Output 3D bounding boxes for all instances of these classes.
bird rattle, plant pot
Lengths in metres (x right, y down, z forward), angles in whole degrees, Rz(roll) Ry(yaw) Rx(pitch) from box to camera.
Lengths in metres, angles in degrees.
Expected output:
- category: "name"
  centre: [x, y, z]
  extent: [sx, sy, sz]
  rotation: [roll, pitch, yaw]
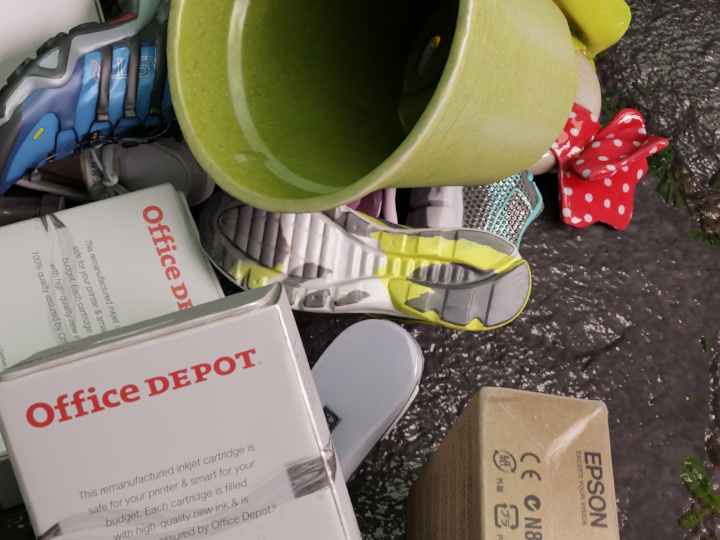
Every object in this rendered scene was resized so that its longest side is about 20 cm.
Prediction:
- category: "bird rattle"
  centre: [0.132, -0.122, 0.842]
  extent: [0.162, 0.113, 0.201]
  rotation: [-3, 73, 2]
- category: "plant pot"
  centre: [0.026, -0.124, 0.639]
  extent: [0.184, 0.200, 0.201]
  rotation: [4, 49, -52]

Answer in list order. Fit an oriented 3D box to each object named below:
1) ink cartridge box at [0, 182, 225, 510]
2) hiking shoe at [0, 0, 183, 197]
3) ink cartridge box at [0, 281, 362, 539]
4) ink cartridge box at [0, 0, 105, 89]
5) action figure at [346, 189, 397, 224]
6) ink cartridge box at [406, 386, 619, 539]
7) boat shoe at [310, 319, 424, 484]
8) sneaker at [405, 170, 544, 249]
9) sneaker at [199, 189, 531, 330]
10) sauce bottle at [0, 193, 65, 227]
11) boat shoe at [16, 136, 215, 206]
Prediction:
- category: "ink cartridge box"
  centre: [-0.181, 0.048, 0.672]
  extent: [0.199, 0.084, 0.145]
  rotation: [-17, 63, -17]
- category: "hiking shoe"
  centre: [-0.145, -0.102, 0.668]
  extent: [0.087, 0.074, 0.200]
  rotation: [45, 71, -4]
- category: "ink cartridge box"
  centre: [-0.080, 0.121, 0.571]
  extent: [0.146, 0.083, 0.201]
  rotation: [-16, 97, 2]
- category: "ink cartridge box"
  centre: [-0.278, -0.164, 0.734]
  extent: [0.145, 0.085, 0.200]
  rotation: [-32, 41, -30]
- category: "action figure"
  centre: [-0.001, -0.109, 0.768]
  extent: [0.149, 0.134, 0.200]
  rotation: [26, 61, 5]
- category: "ink cartridge box"
  centre: [0.074, 0.186, 0.586]
  extent: [0.075, 0.165, 0.201]
  rotation: [7, 59, -8]
- category: "boat shoe"
  centre: [-0.037, 0.113, 0.666]
  extent: [0.075, 0.086, 0.202]
  rotation: [41, 91, 17]
- category: "sneaker"
  centre: [0.084, -0.064, 0.775]
  extent: [0.091, 0.078, 0.201]
  rotation: [9, 87, -17]
- category: "sneaker"
  centre: [0.000, 0.000, 0.682]
  extent: [0.199, 0.085, 0.075]
  rotation: [16, 83, 4]
- category: "sauce bottle"
  centre: [-0.290, -0.031, 0.711]
  extent: [0.199, 0.066, 0.066]
  rotation: [0, 60, -8]
- category: "boat shoe"
  centre: [-0.193, -0.077, 0.738]
  extent: [0.201, 0.075, 0.065]
  rotation: [17, 36, 9]
